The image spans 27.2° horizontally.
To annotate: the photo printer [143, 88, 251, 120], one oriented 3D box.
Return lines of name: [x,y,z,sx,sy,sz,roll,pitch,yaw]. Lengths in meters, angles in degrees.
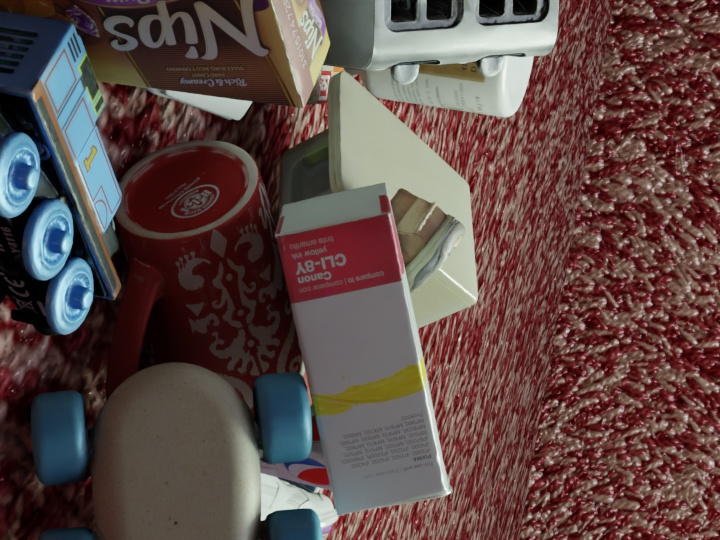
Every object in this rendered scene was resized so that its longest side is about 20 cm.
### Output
photo printer: [-0.086,-0.211,1.041,0.201,0.069,0.166,-61,166,6]

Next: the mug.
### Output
mug: [-0.110,0.029,1.092,0.179,0.132,0.201,-77,163,-45]

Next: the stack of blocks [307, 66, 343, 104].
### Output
stack of blocks: [-0.051,-0.244,1.255,0.115,0.058,0.202,-18,117,-71]

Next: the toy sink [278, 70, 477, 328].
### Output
toy sink: [-0.001,-0.050,1.272,0.200,0.111,0.131,37,40,-42]

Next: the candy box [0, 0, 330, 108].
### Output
candy box: [-0.124,-0.157,0.821,0.117,0.198,0.057,76,30,-54]

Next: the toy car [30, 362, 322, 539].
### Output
toy car: [-0.130,0.168,1.047,0.200,0.182,0.179,117,-32,-72]

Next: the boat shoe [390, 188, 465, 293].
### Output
boat shoe: [0.000,0.000,1.181,0.200,0.072,0.076,-42,-170,38]

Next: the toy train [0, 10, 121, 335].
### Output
toy train: [-0.190,-0.050,0.856,0.201,0.086,0.115,78,30,-51]

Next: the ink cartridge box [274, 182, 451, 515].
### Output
ink cartridge box: [0.001,0.052,1.052,0.145,0.082,0.202,-98,176,-80]

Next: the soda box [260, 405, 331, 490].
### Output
soda box: [-0.059,0.125,1.195,0.064,0.198,0.069,78,27,-54]

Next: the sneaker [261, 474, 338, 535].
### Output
sneaker: [-0.081,0.206,1.349,0.101,0.074,0.200,69,17,11]

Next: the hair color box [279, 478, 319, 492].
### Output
hair color box: [-0.019,0.116,1.442,0.201,0.060,0.100,-63,173,28]

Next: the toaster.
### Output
toaster: [0.061,-0.257,1.193,0.179,0.118,0.202,-8,109,-27]

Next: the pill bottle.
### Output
pill bottle: [0.054,-0.212,1.373,0.114,0.198,0.116,10,90,-73]

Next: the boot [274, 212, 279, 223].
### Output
boot: [-0.082,-0.005,1.306,0.074,0.076,0.199,-47,163,30]
